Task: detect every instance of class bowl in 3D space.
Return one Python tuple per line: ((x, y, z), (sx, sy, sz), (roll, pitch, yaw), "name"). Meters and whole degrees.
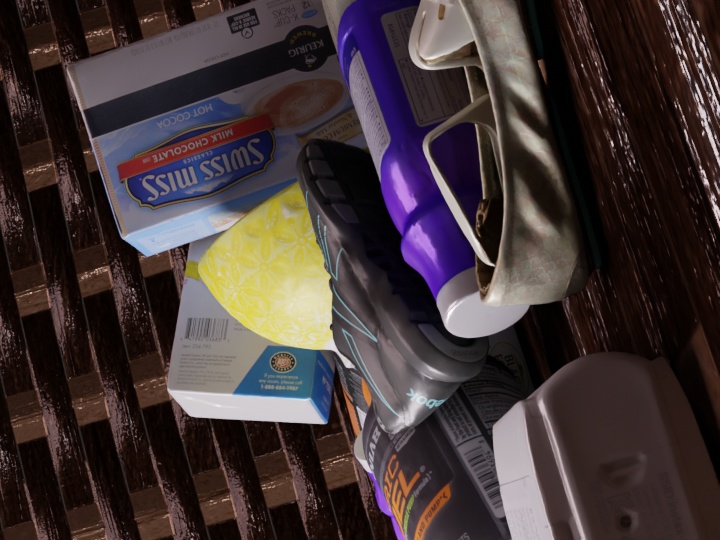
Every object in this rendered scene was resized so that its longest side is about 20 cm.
((0.000, 0.000, 1.086), (0.108, 0.199, 0.200), (62, 176, 10), "bowl")

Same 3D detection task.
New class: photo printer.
((0.107, 0.124, 0.663), (0.200, 0.069, 0.168), (83, 170, -80), "photo printer")

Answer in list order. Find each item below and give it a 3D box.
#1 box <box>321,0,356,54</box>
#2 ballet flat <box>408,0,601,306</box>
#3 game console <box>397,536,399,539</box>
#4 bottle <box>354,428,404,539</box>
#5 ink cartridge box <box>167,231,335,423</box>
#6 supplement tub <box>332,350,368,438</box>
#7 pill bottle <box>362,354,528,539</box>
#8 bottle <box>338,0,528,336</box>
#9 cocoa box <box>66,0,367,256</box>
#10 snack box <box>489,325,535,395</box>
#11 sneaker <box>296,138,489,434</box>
((0.002, -0.210, 0.938), (0.201, 0.068, 0.083), (78, 176, -55), "box")
((0.052, -0.079, 0.688), (0.067, 0.062, 0.202), (-124, 18, -82), "ballet flat")
((0.115, 0.314, 1.328), (0.119, 0.171, 0.201), (115, 148, -43), "game console")
((0.065, 0.189, 1.215), (0.201, 0.065, 0.084), (55, -149, -30), "bottle")
((-0.074, 0.011, 1.248), (0.067, 0.115, 0.202), (62, -148, -65), "ink cartridge box")
((0.044, 0.076, 1.245), (0.201, 0.121, 0.123), (76, 177, -51), "supplement tub")
((0.065, 0.118, 0.934), (0.200, 0.105, 0.107), (-120, 12, -50), "pill bottle")
((0.041, -0.060, 0.881), (0.084, 0.065, 0.201), (75, 178, -57), "bottle")
((-0.093, -0.106, 1.170), (0.133, 0.198, 0.132), (92, 159, -85), "cocoa box")
((0.107, 0.149, 1.072), (0.142, 0.052, 0.202), (83, 171, -72), "snack box")
((0.001, 0.004, 0.930), (0.080, 0.075, 0.201), (-59, 41, 33), "sneaker")
